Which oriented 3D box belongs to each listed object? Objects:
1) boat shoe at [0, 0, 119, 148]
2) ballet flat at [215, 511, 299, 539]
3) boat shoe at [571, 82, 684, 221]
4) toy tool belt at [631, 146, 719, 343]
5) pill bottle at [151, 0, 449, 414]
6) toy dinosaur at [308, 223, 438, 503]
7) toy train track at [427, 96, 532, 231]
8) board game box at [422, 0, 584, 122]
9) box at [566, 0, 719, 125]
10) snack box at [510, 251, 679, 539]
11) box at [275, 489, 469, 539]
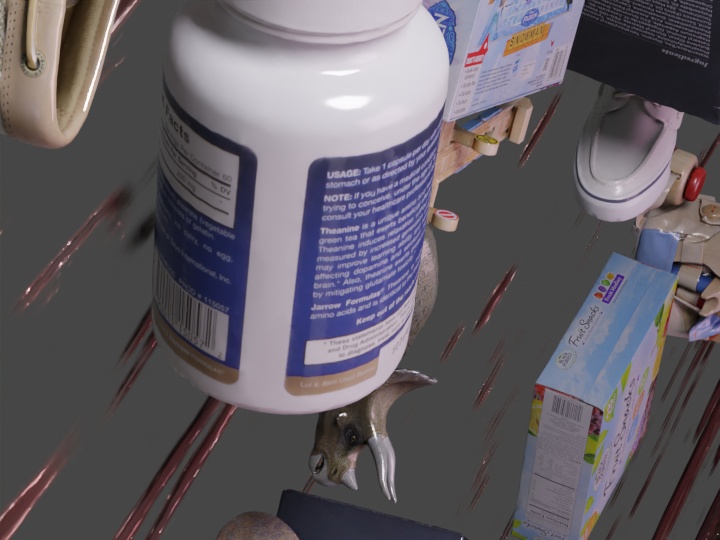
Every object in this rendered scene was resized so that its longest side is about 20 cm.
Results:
[{"bbox_3d":[-0.077,-0.136,0.647,0.201,0.065,0.072,-68,163,-1],"label":"boat shoe"},{"bbox_3d":[-0.048,0.218,1.053,0.067,0.068,0.202,79,7,-77],"label":"ballet flat"},{"bbox_3d":[0.202,-0.124,1.503,0.201,0.072,0.066,-58,156,-33],"label":"boat shoe"},{"bbox_3d":[0.307,-0.014,1.859,0.125,0.122,0.201,-54,158,-38],"label":"toy tool belt"},{"bbox_3d":[-0.024,-0.051,0.834,0.111,0.110,0.201,-49,155,-46],"label":"pill bottle"},{"bbox_3d":[0.000,0.000,0.983,0.077,0.102,0.201,-44,151,-54],"label":"toy dinosaur"},{"bbox_3d":[0.067,-0.066,1.224,0.200,0.032,0.115,-37,145,-61],"label":"toy train track"},{"bbox_3d":[0.087,-0.189,1.117,0.200,0.041,0.201,-25,132,-66],"label":"board game box"},{"bbox_3d":[0.215,-0.236,1.315,0.201,0.123,0.197,-61,160,-23],"label":"box"},{"bbox_3d":[0.194,0.115,1.766,0.169,0.067,0.201,-54,157,-40],"label":"snack box"},{"bbox_3d":[-0.005,0.237,1.175,0.182,0.103,0.201,49,54,-76],"label":"box"}]
